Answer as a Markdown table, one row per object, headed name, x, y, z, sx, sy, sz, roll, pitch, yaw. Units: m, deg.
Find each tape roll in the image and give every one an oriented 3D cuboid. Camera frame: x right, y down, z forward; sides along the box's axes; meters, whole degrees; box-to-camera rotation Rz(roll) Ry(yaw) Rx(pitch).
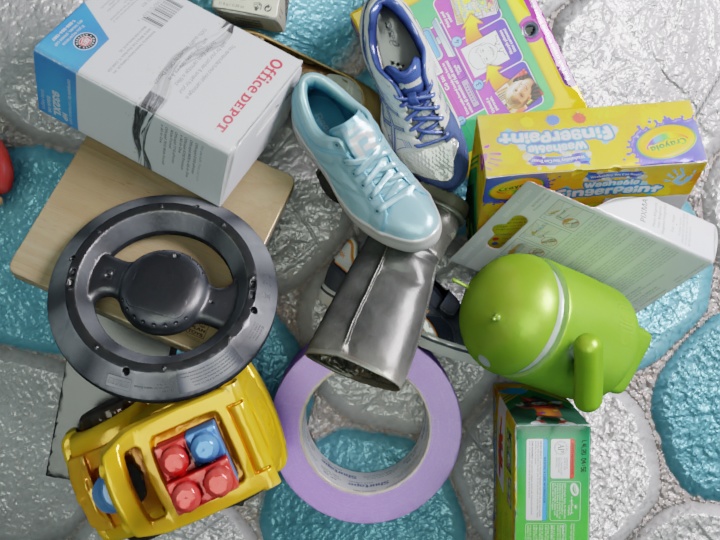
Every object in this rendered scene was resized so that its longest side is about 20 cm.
| name | x | y | z | sx | sy | sz | roll | pitch | yaw |
| --- | --- | --- | --- | --- | --- | --- | --- | --- | --- |
| tape roll | 0.005 | 0.160 | 0.917 | 0.199 | 0.066 | 0.202 | 0 | 95 | -1 |

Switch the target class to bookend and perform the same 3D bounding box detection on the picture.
| name | x | y | z | sx | sy | sz | roll | pitch | yaw |
| --- | --- | --- | --- | --- | --- | --- | --- | --- | --- |
| bookend | -0.201 | 0.121 | 0.898 | 0.197 | 0.092 | 0.201 | 10 | 91 | -6 |

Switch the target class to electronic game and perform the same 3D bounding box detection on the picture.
| name | x | y | z | sx | sy | sz | roll | pitch | yaw |
| --- | --- | --- | --- | --- | --- | --- | --- | --- | --- |
| electronic game | -0.172 | 0.020 | 0.760 | 0.198 | 0.042 | 0.201 | 3 | 61 | -5 |

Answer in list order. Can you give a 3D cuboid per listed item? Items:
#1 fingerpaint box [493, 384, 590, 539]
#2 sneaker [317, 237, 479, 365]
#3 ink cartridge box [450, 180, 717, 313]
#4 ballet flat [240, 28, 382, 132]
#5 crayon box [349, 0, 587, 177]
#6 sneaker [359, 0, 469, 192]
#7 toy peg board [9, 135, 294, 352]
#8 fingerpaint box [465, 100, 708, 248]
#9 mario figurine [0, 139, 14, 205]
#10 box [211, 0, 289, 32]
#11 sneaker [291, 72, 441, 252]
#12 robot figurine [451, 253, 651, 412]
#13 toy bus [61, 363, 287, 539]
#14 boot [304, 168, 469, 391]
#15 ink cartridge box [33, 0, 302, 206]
| name | x | y | z | sx | sy | sz | roll | pitch | yaw |
| --- | --- | --- | --- | --- | --- | --- | --- | --- | --- |
| fingerpaint box | 0.178 | 0.230 | 0.865 | 0.073 | 0.167 | 0.202 | 0 | 95 | 2 |
| sneaker | 0.060 | 0.031 | 0.898 | 0.199 | 0.078 | 0.080 | 22 | 100 | -1 |
| ink cartridge box | 0.214 | -0.025 | 0.843 | 0.199 | 0.163 | 0.057 | 25 | 57 | -9 |
| ballet flat | -0.058 | -0.187 | 0.884 | 0.199 | 0.063 | 0.069 | 24 | 92 | -3 |
| crayon box | 0.110 | -0.209 | 0.885 | 0.172 | 0.058 | 0.201 | -27 | 95 | 5 |
| sneaker | 0.045 | -0.165 | 0.820 | 0.075 | 0.088 | 0.201 | -24 | 97 | 7 |
| toy peg board | -0.197 | -0.030 | 0.851 | 0.199 | 0.098 | 0.200 | 24 | 68 | -1 |
| fingerpaint box | 0.207 | -0.082 | 0.841 | 0.198 | 0.167 | 0.074 | -5 | 63 | 1 |
| mario figurine | -0.438 | -0.069 | 0.869 | 0.200 | 0.106 | 0.123 | -41 | 129 | 11 |
| box | -0.096 | -0.348 | 0.861 | 0.068 | 0.082 | 0.201 | 10 | 97 | -1 |
| sneaker | -0.001 | -0.101 | 0.795 | 0.074 | 0.082 | 0.200 | -41 | 75 | -11 |
| robot figurine | 0.178 | 0.053 | 0.810 | 0.199 | 0.175 | 0.116 | 20 | 104 | -30 |
| toy bus | -0.168 | 0.173 | 0.761 | 0.199 | 0.192 | 0.136 | -23 | 95 | -5 |
| boot | -0.002 | -0.001 | 0.839 | 0.181 | 0.073 | 0.201 | 19 | 77 | 26 |
| ink cartridge box | -0.177 | -0.174 | 0.811 | 0.199 | 0.084 | 0.145 | 28 | 53 | 3 |
